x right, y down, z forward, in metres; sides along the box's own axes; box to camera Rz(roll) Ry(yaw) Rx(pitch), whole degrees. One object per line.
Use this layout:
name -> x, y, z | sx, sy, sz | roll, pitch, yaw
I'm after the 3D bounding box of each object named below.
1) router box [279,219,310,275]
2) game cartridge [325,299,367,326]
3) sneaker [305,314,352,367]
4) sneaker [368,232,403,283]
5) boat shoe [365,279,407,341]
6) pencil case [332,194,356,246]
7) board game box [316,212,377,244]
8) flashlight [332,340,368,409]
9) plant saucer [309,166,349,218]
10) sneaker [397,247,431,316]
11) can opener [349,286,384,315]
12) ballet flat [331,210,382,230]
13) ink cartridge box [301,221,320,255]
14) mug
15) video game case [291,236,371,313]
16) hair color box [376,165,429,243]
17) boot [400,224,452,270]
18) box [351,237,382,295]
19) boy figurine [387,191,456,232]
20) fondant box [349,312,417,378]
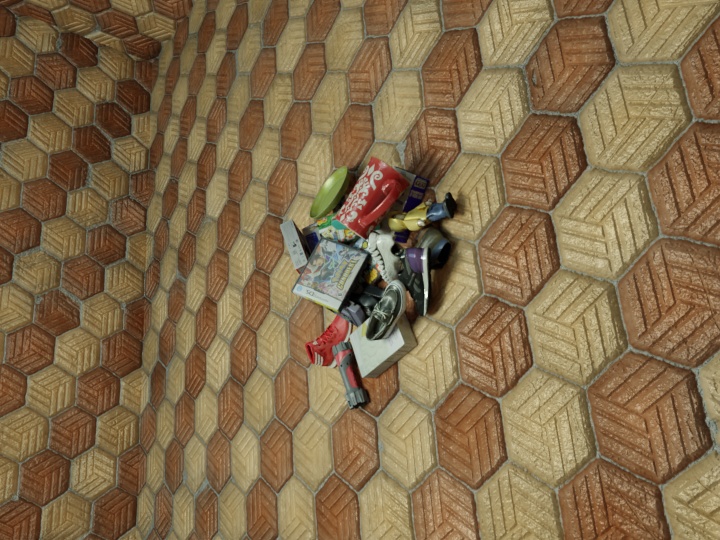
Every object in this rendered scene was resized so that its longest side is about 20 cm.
router box -> -0.192, -0.046, 1.946 | 0.049, 0.180, 0.201 | -26, 56, 4
game cartridge -> -0.067, 0.106, 1.768 | 0.199, 0.130, 0.038 | 28, 67, 30
sneaker -> -0.104, 0.216, 1.829 | 0.078, 0.115, 0.202 | 24, 101, 49
sneaker -> 0.089, -0.029, 1.614 | 0.080, 0.200, 0.076 | -8, 50, 22
boat shoe -> 0.068, 0.119, 1.560 | 0.072, 0.071, 0.201 | 36, 126, 28
pencil case -> -0.048, -0.150, 1.870 | 0.089, 0.077, 0.202 | -22, 66, 47
board game box -> -0.036, -0.142, 1.811 | 0.198, 0.023, 0.106 | -19, 69, 11
flashlight -> -0.028, 0.318, 1.763 | 0.068, 0.068, 0.201 | -46, 55, 36
plant saucer -> -0.094, -0.246, 1.861 | 0.200, 0.031, 0.201 | -45, 25, 28
sneaker -> 0.145, 0.027, 1.548 | 0.087, 0.076, 0.202 | 3, 117, 14
can opener -> -0.008, 0.088, 1.749 | 0.199, 0.064, 0.079 | 6, 49, 39
ballet flat -> -0.004, -0.161, 1.736 | 0.199, 0.068, 0.067 | 7, 48, 39
ink cartridge box -> -0.127, -0.079, 1.945 | 0.094, 0.037, 0.201 | -24, 58, -1
mug -> 0.026, -0.197, 1.586 | 0.133, 0.178, 0.201 | 35, 92, 3
video game case -> -0.090, 0.009, 1.734 | 0.180, 0.026, 0.201 | 20, 72, 28
hair color box -> 0.115, -0.194, 1.697 | 0.109, 0.064, 0.202 | 35, 110, 48
boot -> 0.177, -0.020, 1.577 | 0.097, 0.074, 0.201 | 38, 109, 50
box -> 0.000, 0.000, 1.785 | 0.200, 0.040, 0.137 | -49, 65, 32
boy figurine -> 0.167, -0.157, 1.591 | 0.199, 0.065, 0.125 | -12, 31, 34
fondant box -> 0.062, 0.203, 1.680 | 0.200, 0.058, 0.145 | -44, 51, 34
